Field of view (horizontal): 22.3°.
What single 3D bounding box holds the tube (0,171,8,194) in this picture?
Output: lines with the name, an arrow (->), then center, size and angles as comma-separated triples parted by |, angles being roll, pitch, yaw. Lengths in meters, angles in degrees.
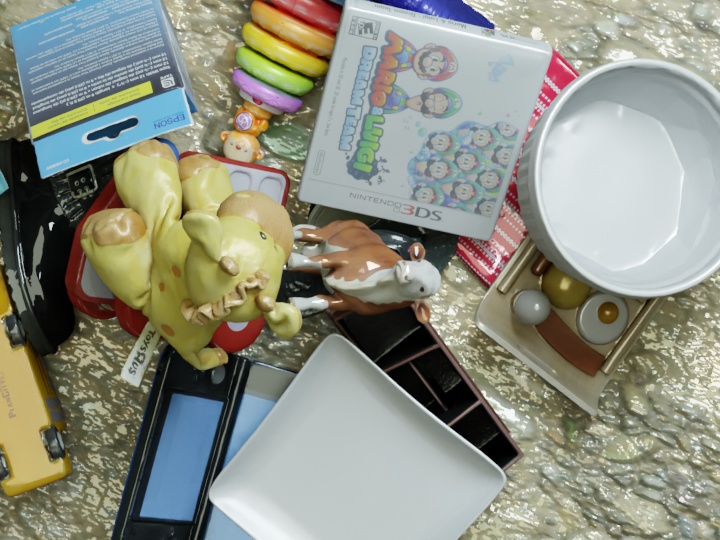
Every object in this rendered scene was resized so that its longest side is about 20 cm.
tube -> -0.405, -0.043, 1.670 | 0.199, 0.050, 0.078 | -37, 63, 12

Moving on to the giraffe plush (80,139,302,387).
giraffe plush -> -0.121, -0.010, 1.475 | 0.171, 0.162, 0.202 | 18, 72, -33

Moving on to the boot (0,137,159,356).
boot -> -0.246, -0.038, 1.669 | 0.156, 0.079, 0.214 | -10, 87, 2

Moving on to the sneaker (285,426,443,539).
sneaker -> 0.009, 0.181, 1.649 | 0.200, 0.080, 0.076 | 43, 108, 1

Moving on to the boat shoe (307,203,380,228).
boat shoe -> 0.018, -0.111, 1.665 | 0.200, 0.074, 0.066 | -48, 45, 23

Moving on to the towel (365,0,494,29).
towel -> 0.038, -0.239, 1.611 | 0.199, 0.148, 0.050 | 34, 105, -15

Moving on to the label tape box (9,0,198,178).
label tape box -> -0.225, -0.158, 1.630 | 0.142, 0.066, 0.201 | -20, 52, 1

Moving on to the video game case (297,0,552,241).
video game case -> 0.053, -0.127, 1.582 | 0.180, 0.024, 0.201 | 12, 125, -6

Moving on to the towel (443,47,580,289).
towel -> 0.153, -0.091, 1.683 | 0.200, 0.022, 0.145 | -44, 86, 0

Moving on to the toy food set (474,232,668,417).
toy food set -> 0.213, 0.008, 1.643 | 0.143, 0.060, 0.201 | 36, 90, -9

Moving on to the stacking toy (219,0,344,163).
stacking toy -> -0.077, -0.186, 1.667 | 0.115, 0.110, 0.202 | 27, 100, 1

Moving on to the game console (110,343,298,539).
game console -> -0.113, 0.181, 1.640 | 0.117, 0.170, 0.202 | 14, 88, 29

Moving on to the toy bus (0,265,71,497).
toy bus -> -0.321, 0.100, 1.667 | 0.064, 0.078, 0.202 | -20, 87, 1

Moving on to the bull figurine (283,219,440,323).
bull figurine -> -0.010, 0.000, 1.540 | 0.120, 0.200, 0.066 | 0, 101, -14

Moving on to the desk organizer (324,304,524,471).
desk organizer -> 0.058, 0.100, 1.624 | 0.071, 0.077, 0.201 | -37, 104, 0

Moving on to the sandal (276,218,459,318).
sandal -> 0.000, 0.001, 1.665 | 0.199, 0.048, 0.076 | -22, 102, 5

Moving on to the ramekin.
ramekin -> 0.228, -0.075, 1.573 | 0.198, 0.105, 0.203 | 0, 88, -12

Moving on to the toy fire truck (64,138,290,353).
toy fire truck -> -0.162, -0.026, 1.609 | 0.199, 0.112, 0.170 | 11, 95, -39

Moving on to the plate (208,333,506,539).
plate -> -0.003, 0.185, 1.595 | 0.199, 0.032, 0.200 | 39, 107, 4
